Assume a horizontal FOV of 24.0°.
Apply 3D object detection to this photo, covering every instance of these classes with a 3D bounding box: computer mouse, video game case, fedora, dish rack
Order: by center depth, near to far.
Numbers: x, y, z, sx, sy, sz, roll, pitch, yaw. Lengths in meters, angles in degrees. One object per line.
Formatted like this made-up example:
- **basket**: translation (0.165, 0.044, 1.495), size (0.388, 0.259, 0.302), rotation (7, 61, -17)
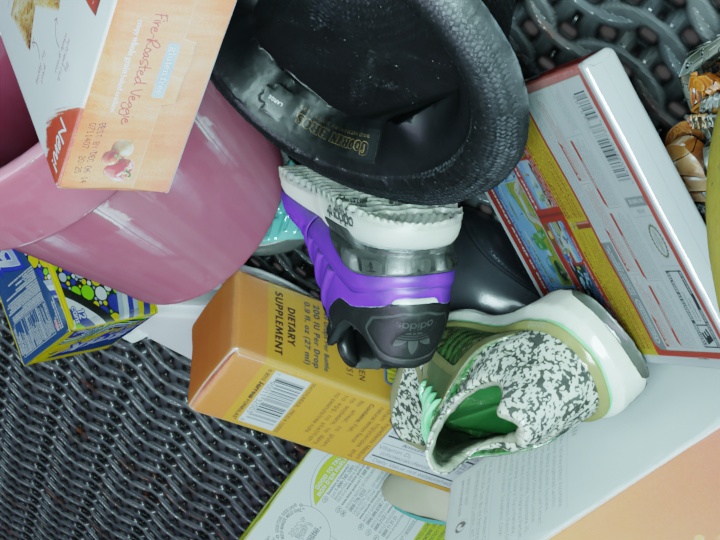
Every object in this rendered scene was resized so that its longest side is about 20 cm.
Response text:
- **fedora**: translation (0.009, -0.121, 0.772), size (0.199, 0.092, 0.201), rotation (29, 152, 17)
- **video game case**: translation (0.106, -0.023, 0.781), size (0.144, 0.017, 0.200), rotation (61, 168, -6)
- **computer mouse**: translation (0.087, 0.042, 0.923), size (0.199, 0.053, 0.139), rotation (39, 117, 13)
- **dish rack**: translation (-0.074, 0.046, 1.125), size (0.171, 0.044, 0.199), rotation (32, 160, -36)

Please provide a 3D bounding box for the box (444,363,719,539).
- **box**: translation (0.162, 0.136, 0.863), size (0.200, 0.107, 0.152), rotation (-38, 108, 26)

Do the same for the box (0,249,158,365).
- **box**: translation (-0.199, -0.049, 1.044), size (0.064, 0.070, 0.202), rotation (-30, 76, 43)

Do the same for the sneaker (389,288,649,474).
- **sneaker**: translation (0.053, 0.066, 0.847), size (0.077, 0.088, 0.200), rotation (57, 151, -2)

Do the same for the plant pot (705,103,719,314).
- **plant pot**: translation (0.223, -0.034, 0.533), size (0.195, 0.201, 0.194), rotation (41, 153, -6)

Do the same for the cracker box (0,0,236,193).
- **cracker box**: translation (-0.119, -0.149, 0.757), size (0.201, 0.057, 0.135), rotation (61, 139, 40)

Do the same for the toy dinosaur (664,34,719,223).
- **toy dinosaur**: translation (0.176, -0.035, 0.739), size (0.136, 0.102, 0.200), rotation (54, 170, 1)

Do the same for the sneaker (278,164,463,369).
- **sneaker**: translation (-0.001, 0.000, 0.893), size (0.200, 0.069, 0.101), rotation (-135, 43, -72)

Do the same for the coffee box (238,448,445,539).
- **coffee box**: translation (-0.016, 0.265, 1.278), size (0.197, 0.201, 0.200), rotation (36, 153, 3)

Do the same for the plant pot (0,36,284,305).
- **plant pot**: translation (-0.141, -0.079, 0.935), size (0.199, 0.202, 0.179), rotation (12, 159, 40)

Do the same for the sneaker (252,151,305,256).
- **sneaker**: translation (-0.087, -0.037, 1.062), size (0.199, 0.078, 0.091), rotation (12, 160, 45)

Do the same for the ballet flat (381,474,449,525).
- **ballet flat**: translation (0.093, 0.140, 1.118), size (0.199, 0.070, 0.070), rotation (11, 143, 38)

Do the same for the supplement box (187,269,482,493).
- **supplement box**: translation (-0.001, 0.071, 1.016), size (0.198, 0.067, 0.069), rotation (22, 132, -24)
